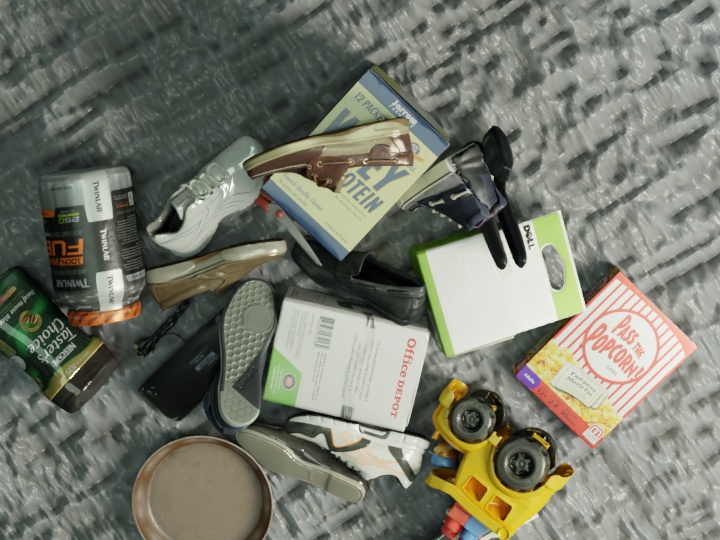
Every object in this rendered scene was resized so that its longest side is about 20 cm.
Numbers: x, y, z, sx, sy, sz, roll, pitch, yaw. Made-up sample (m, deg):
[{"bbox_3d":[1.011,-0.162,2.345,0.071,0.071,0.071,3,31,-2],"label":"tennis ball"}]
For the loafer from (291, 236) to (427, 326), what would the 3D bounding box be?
[{"bbox_3d":[0.000,0.000,1.664,0.200,0.068,0.071,27,129,18],"label":"loafer"}]

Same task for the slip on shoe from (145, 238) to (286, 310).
[{"bbox_3d":[-0.190,0.004,1.689,0.199,0.076,0.061,-15,95,7],"label":"slip on shoe"}]

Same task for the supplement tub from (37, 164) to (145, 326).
[{"bbox_3d":[-0.352,-0.034,1.662,0.122,0.123,0.201,-7,98,3],"label":"supplement tub"}]

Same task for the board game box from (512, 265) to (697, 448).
[{"bbox_3d":[0.329,0.117,1.706,0.151,0.046,0.200,42,99,-6],"label":"board game box"}]

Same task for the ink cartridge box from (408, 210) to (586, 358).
[{"bbox_3d":[0.182,0.014,1.680,0.199,0.076,0.148,-17,99,-4],"label":"ink cartridge box"}]

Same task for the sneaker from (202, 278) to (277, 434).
[{"bbox_3d":[-0.163,0.121,1.698,0.077,0.146,0.203,11,71,-8],"label":"sneaker"}]

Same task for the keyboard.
[{"bbox_3d":[-0.231,0.106,1.739,0.200,0.021,0.127,-44,103,8],"label":"keyboard"}]

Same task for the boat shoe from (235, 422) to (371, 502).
[{"bbox_3d":[-0.076,0.256,1.750,0.199,0.057,0.067,26,136,1],"label":"boat shoe"}]

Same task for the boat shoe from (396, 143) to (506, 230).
[{"bbox_3d":[0.112,-0.087,1.602,0.075,0.200,0.093,-30,89,-21],"label":"boat shoe"}]

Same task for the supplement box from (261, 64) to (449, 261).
[{"bbox_3d":[-0.003,-0.142,1.592,0.134,0.200,0.200,42,99,-5],"label":"supplement box"}]

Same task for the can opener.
[{"bbox_3d":[0.170,-0.088,1.624,0.063,0.079,0.201,-4,62,-5],"label":"can opener"}]

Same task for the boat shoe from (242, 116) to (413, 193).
[{"bbox_3d":[-0.036,-0.124,1.461,0.199,0.072,0.072,-13,97,-1],"label":"boat shoe"}]

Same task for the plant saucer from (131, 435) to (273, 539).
[{"bbox_3d":[-0.220,0.324,1.772,0.199,0.034,0.201,0,101,2],"label":"plant saucer"}]

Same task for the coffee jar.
[{"bbox_3d":[-0.429,0.096,1.701,0.200,0.085,0.104,43,61,-7],"label":"coffee jar"}]

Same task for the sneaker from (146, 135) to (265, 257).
[{"bbox_3d":[-0.200,-0.096,1.650,0.075,0.087,0.200,46,105,22],"label":"sneaker"}]

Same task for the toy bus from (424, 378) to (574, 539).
[{"bbox_3d":[0.155,0.270,1.682,0.200,0.136,0.192,39,100,12],"label":"toy bus"}]

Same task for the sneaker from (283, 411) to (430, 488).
[{"bbox_3d":[-0.009,0.241,1.701,0.199,0.074,0.080,14,90,1],"label":"sneaker"}]

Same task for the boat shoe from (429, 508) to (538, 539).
[{"bbox_3d":[0.147,0.356,1.755,0.199,0.073,0.062,-24,77,7],"label":"boat shoe"}]

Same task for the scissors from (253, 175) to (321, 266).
[{"bbox_3d":[-0.111,-0.088,1.662,0.200,0.014,0.073,37,104,21],"label":"scissors"}]

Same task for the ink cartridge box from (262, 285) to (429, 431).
[{"bbox_3d":[-0.018,0.118,1.700,0.199,0.084,0.146,13,101,0],"label":"ink cartridge box"}]
